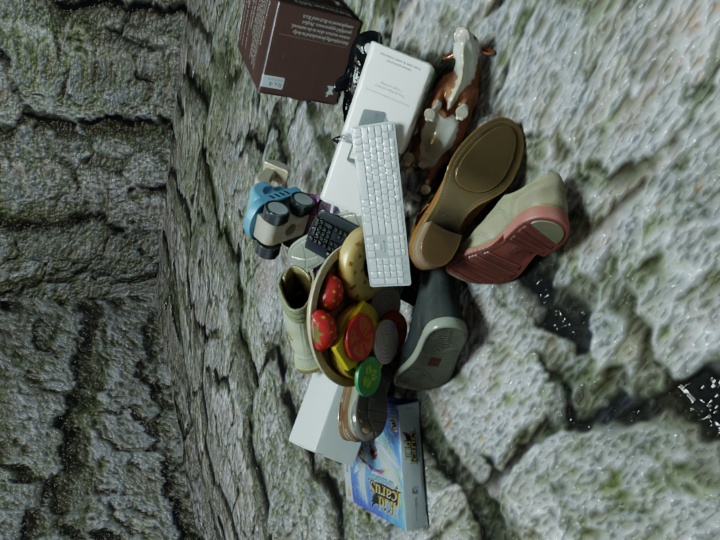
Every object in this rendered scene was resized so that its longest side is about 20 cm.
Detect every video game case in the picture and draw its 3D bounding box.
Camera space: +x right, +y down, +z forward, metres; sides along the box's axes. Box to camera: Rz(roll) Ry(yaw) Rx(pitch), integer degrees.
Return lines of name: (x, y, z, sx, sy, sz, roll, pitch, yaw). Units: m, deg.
video game case: (0.032, 0.304, 0.892, 0.199, 0.045, 0.186, -15, 79, 61)

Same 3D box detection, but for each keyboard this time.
keyboard: (0.027, -0.079, 0.674, 0.011, 0.055, 0.204, -54, -42, -72)
keyboard: (0.000, 0.000, 0.835, 0.197, 0.021, 0.129, 28, 123, 11)

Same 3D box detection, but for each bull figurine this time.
bull figurine: (0.108, -0.198, 0.689, 0.122, 0.064, 0.202, -60, -9, -46)

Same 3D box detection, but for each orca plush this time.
orca plush: (-0.023, -0.315, 0.941, 0.106, 0.070, 0.202, 63, 142, 38)

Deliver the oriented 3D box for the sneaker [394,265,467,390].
sneaker: (0.098, 0.087, 0.756, 0.201, 0.073, 0.108, 112, 165, -50)

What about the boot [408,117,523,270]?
boot: (0.124, -0.091, 0.689, 0.155, 0.076, 0.203, -111, 46, -86)

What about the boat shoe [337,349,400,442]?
boat shoe: (0.007, 0.163, 0.814, 0.072, 0.075, 0.202, -36, 24, 44)

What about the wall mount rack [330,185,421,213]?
wall mount rack: (0.016, -0.126, 0.882, 0.202, 0.073, 0.175, -66, 34, 39)

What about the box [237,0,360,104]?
box: (-0.126, -0.450, 1.028, 0.202, 0.163, 0.166, 62, 140, 39)

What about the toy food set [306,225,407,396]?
toy food set: (0.002, 0.059, 0.734, 0.048, 0.201, 0.200, 1, 135, 37)

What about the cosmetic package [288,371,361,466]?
cosmetic package: (-0.033, 0.204, 0.889, 0.112, 0.080, 0.203, -11, 56, 61)

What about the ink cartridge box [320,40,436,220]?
ink cartridge box: (0.027, -0.185, 0.729, 0.146, 0.083, 0.203, -57, -11, -71)

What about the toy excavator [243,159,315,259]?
toy excavator: (-0.170, -0.139, 1.038, 0.199, 0.193, 0.101, 40, 130, 22)

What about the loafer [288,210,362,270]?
loafer: (-0.030, -0.059, 0.870, 0.197, 0.063, 0.073, -20, 106, 31)

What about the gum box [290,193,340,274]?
gum box: (-0.085, -0.056, 1.070, 0.113, 0.065, 0.205, 25, 112, 59)

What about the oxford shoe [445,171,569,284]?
oxford shoe: (0.169, -0.041, 0.626, 0.200, 0.069, 0.076, -36, 33, 58)

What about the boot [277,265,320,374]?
boot: (-0.098, 0.049, 0.907, 0.202, 0.070, 0.157, -101, 3, -50)
